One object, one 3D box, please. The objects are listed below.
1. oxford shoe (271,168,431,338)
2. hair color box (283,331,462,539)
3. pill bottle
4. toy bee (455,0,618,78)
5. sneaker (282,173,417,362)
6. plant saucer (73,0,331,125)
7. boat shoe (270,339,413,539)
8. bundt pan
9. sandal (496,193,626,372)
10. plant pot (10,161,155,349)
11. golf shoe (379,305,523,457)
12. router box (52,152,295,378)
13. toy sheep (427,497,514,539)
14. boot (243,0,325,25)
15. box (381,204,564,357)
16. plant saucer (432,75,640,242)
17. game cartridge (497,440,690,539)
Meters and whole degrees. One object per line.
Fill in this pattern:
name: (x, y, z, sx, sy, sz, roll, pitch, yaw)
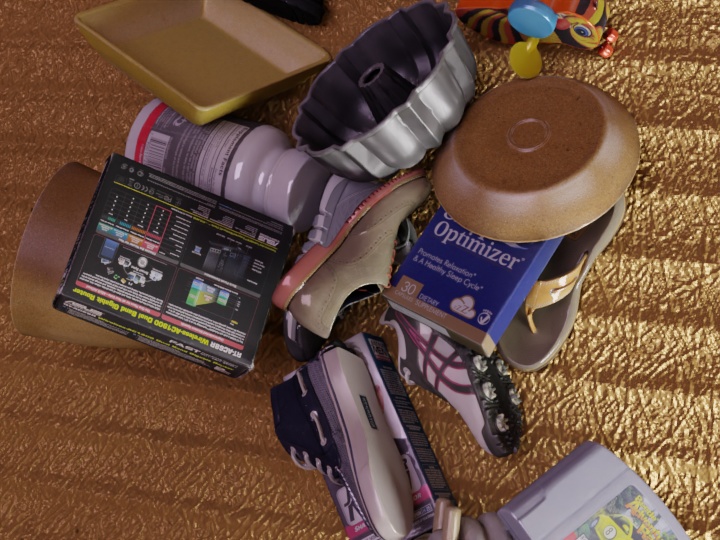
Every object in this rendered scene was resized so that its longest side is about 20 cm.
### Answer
oxford shoe: (0.008, -0.015, 1.305, 0.075, 0.071, 0.200, 42, 70, 11)
hair color box: (0.010, 0.173, 1.350, 0.099, 0.060, 0.202, -30, 70, 16)
pill bottle: (-0.135, -0.104, 1.432, 0.198, 0.111, 0.112, 19, 89, 25)
toy bee: (0.189, -0.236, 1.321, 0.131, 0.109, 0.200, -53, 35, -3)
sneaker: (0.000, 0.000, 1.367, 0.114, 0.075, 0.202, 11, 76, 20)
plant saucer: (-0.165, -0.223, 1.445, 0.199, 0.199, 0.049, 36, 132, 25)
boat shoe: (-0.020, 0.172, 1.290, 0.092, 0.074, 0.202, -32, 56, 21)
bundt pan: (0.032, -0.164, 1.348, 0.201, 0.076, 0.203, -31, 31, 22)
sandal: (0.181, -0.003, 1.304, 0.080, 0.054, 0.201, 31, 94, 24)
plant pot: (-0.230, 0.008, 1.435, 0.198, 0.186, 0.189, 18, 89, 7)
golf shoe: (0.089, 0.098, 1.326, 0.088, 0.077, 0.202, -36, 60, 23)
router box: (-0.177, -0.002, 1.336, 0.198, 0.062, 0.151, 22, 69, -12)
toy sheep: (0.120, 0.279, 1.246, 0.197, 0.138, 0.140, 7, 84, -5)
boot: (-0.098, -0.370, 1.476, 0.198, 0.076, 0.170, 25, 87, 18)
box: (0.122, -0.030, 1.296, 0.120, 0.032, 0.201, 25, 73, 33)
plant saucer: (0.159, -0.116, 1.294, 0.198, 0.036, 0.202, -10, 52, 12)
game cartridge: (0.224, 0.254, 1.205, 0.201, 0.133, 0.041, 53, 147, 9)
